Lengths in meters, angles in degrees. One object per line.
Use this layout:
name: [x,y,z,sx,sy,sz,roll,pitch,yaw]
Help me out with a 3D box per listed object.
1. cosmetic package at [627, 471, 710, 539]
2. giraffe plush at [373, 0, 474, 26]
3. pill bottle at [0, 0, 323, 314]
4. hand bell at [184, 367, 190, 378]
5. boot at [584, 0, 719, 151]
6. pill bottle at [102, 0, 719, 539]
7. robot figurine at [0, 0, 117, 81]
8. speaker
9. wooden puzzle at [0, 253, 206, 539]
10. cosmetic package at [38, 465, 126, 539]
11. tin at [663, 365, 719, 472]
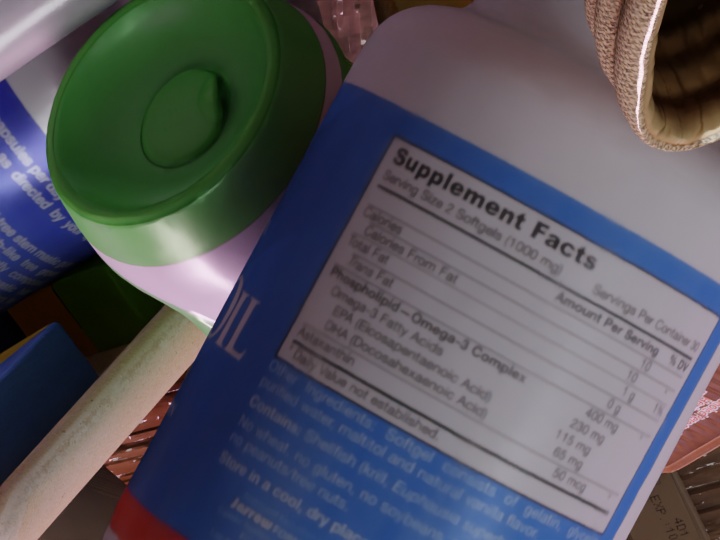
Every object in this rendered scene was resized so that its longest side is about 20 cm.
cosmetic package: [0.109,0.175,1.247,0.105,0.071,0.200,-20,143,-2]
giraffe plush: [0.119,-0.107,0.763,0.200,0.162,0.173,-51,127,-20]
pill bottle: [-0.114,-0.046,0.824,0.200,0.112,0.112,-31,142,13]
hand bell: [-0.060,0.106,1.087,0.104,0.104,0.200,3,150,-29]
boot: [0.079,-0.138,0.557,0.073,0.156,0.200,3,138,-28]
pill bottle: [0.031,0.007,0.672,0.112,0.112,0.200,29,89,-46]
robot figurine: [-0.122,-0.128,0.717,0.200,0.113,0.170,-31,103,11]
speaker: [0.000,0.000,0.785,0.088,0.089,0.200,-33,140,15]
wooden puzzle: [-0.115,0.037,0.863,0.046,0.185,0.200,51,139,-13]
cosmetic package: [-0.102,0.125,0.965,0.107,0.200,0.090,19,102,-39]
tin: [0.129,0.001,0.979,0.042,0.112,0.200,27,156,-8]
